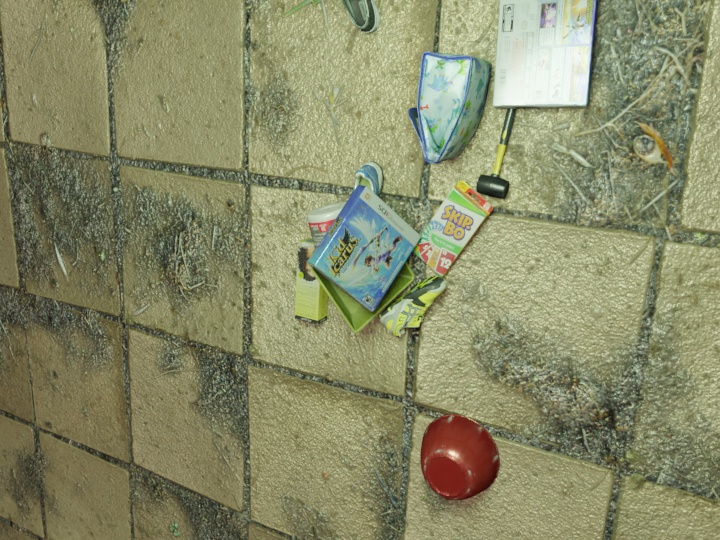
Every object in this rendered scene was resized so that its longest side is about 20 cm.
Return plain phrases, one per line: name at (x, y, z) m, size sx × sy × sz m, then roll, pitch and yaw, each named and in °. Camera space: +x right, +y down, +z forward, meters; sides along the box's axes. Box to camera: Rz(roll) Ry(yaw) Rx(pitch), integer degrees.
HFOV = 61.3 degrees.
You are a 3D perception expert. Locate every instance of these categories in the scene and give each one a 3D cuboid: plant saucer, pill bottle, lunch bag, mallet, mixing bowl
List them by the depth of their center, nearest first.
lunch bag at (0.178, -0.322, 1.213) m, size 0.125 × 0.169 × 0.205 m, roll 13°, pitch 110°, yaw 24°
mallet at (0.299, -0.247, 1.245) m, size 0.065 × 0.041 × 0.204 m, roll 25°, pitch 109°, yaw 22°
plant saucer at (0.000, 0.000, 1.371) m, size 0.202 × 0.199 × 0.048 m, roll 56°, pitch 163°, yaw -24°
mixing bowl at (0.214, 0.452, 1.412) m, size 0.196 × 0.108 × 0.205 m, roll 7°, pitch 105°, yaw 27°
pill bottle at (-0.051, -0.048, 1.427) m, size 0.109 × 0.111 × 0.204 m, roll -5°, pitch 108°, yaw 28°

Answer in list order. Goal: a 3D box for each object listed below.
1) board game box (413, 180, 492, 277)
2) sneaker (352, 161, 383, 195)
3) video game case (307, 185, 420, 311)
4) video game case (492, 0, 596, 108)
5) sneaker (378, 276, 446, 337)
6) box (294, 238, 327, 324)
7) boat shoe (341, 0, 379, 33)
board game box at (0.198, -0.090, 1.327) m, size 0.095 × 0.030 × 0.202 m, roll 41°, pitch 122°, yaw 14°
sneaker at (0.011, -0.144, 1.397) m, size 0.074 × 0.077 × 0.205 m, roll 3°, pitch 106°, yaw 25°
video game case at (0.012, -0.046, 1.308) m, size 0.180 × 0.045 × 0.202 m, roll 37°, pitch 82°, yaw -27°
video game case at (0.351, -0.416, 1.162) m, size 0.178 × 0.045 × 0.205 m, roll 7°, pitch 100°, yaw 27°
sneaker at (0.129, 0.082, 1.397) m, size 0.077 × 0.075 × 0.199 m, roll 52°, pitch 130°, yaw -1°
box at (-0.120, 0.027, 1.523) m, size 0.074 × 0.050 × 0.205 m, roll 10°, pitch 107°, yaw 26°
boat shoe at (-0.023, -0.611, 1.310) m, size 0.072 × 0.068 × 0.204 m, roll -17°, pitch 93°, yaw 29°
